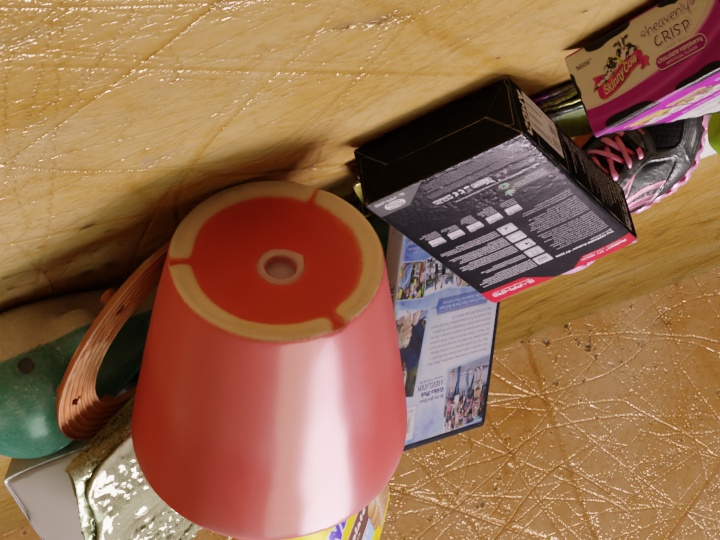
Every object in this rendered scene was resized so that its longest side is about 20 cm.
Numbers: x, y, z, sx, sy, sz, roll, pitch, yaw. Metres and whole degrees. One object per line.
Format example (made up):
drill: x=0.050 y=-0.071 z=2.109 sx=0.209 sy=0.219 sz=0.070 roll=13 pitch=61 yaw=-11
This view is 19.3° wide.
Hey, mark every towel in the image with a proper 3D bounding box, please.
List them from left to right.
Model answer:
towel: x=-0.135 y=0.139 z=1.550 sx=0.036 sy=0.149 sz=0.200 roll=21 pitch=-132 yaw=31
towel: x=0.085 y=-0.088 z=1.544 sx=0.199 sy=0.023 sz=0.144 roll=-20 pitch=172 yaw=-5

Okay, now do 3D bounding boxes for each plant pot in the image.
plant pot: x=-0.058 y=0.051 z=1.420 sx=0.199 sy=0.201 sz=0.178 roll=-18 pitch=142 yaw=-20

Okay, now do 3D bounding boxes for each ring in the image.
ring: x=-0.146 y=0.037 z=1.492 sx=0.200 sy=0.019 sz=0.201 roll=-44 pitch=161 yaw=-19

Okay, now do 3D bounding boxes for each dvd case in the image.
dvd case: x=0.060 y=0.032 z=1.578 sx=0.017 sy=0.202 sz=0.142 roll=15 pitch=-164 yaw=34

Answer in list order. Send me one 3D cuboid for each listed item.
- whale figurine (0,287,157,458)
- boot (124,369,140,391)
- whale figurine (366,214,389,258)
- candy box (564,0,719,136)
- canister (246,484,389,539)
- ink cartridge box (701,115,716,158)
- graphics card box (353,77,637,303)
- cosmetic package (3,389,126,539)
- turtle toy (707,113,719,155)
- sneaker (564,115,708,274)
whale figurine: x=-0.208 y=0.072 z=1.565 sx=0.199 sy=0.104 sz=0.159 roll=-19 pitch=172 yaw=-21
boot: x=-0.102 y=0.097 z=1.695 sx=0.073 sy=0.151 sz=0.200 roll=-13 pitch=-160 yaw=33
whale figurine: x=0.000 y=0.000 z=1.642 sx=0.199 sy=0.104 sz=0.159 roll=10 pitch=-166 yaw=-36
candy box: x=0.250 y=-0.151 z=1.400 sx=0.199 sy=0.061 sz=0.136 roll=-12 pitch=169 yaw=-46
canister: x=-0.038 y=0.161 z=1.595 sx=0.086 sy=0.149 sz=0.200 roll=9 pitch=150 yaw=15
ink cartridge box: x=0.245 y=-0.109 z=1.780 sx=0.199 sy=0.048 sz=0.160 roll=-20 pitch=175 yaw=34
graphics card box: x=0.097 y=-0.051 z=1.474 sx=0.125 sy=0.051 sz=0.200 roll=-24 pitch=150 yaw=22
cosmetic package: x=-0.202 y=0.131 z=1.669 sx=0.087 sy=0.104 sz=0.200 roll=-22 pitch=-153 yaw=16
turtle toy: x=0.338 y=-0.106 z=1.577 sx=0.145 sy=0.102 sz=0.200 roll=-12 pitch=-159 yaw=-30
sneaker: x=0.180 y=-0.067 z=1.584 sx=0.200 sy=0.079 sz=0.095 roll=-52 pitch=159 yaw=28
